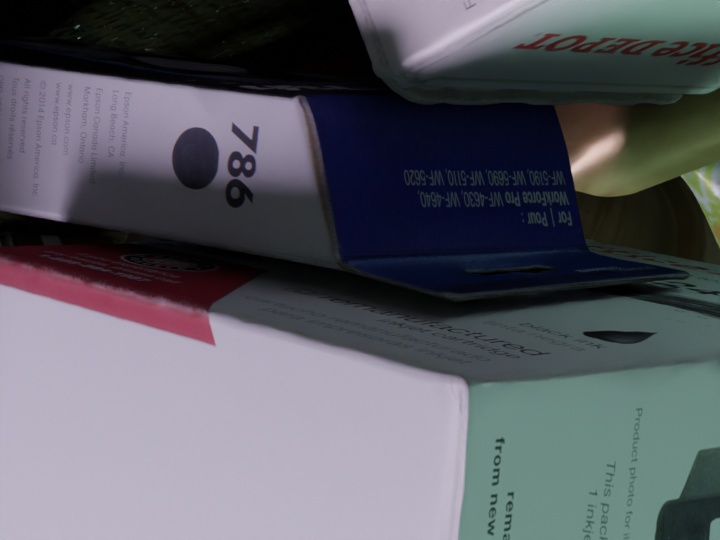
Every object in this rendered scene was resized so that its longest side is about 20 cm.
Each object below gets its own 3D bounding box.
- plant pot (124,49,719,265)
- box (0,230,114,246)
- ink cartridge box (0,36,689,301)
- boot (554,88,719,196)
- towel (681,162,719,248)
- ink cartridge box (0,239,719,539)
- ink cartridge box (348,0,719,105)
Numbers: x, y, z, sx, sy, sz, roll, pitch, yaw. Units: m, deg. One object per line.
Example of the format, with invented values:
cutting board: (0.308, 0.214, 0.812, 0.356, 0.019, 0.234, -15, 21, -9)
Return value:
plant pot: (0.000, 0.000, 0.835, 0.200, 0.093, 0.201, -18, -149, 11)
box: (-0.163, 0.070, 0.972, 0.199, 0.101, 0.075, -24, 169, 24)
ink cartridge box: (-0.031, -0.028, 0.654, 0.199, 0.039, 0.099, 11, -172, 34)
boot: (0.131, -0.055, 0.724, 0.199, 0.066, 0.176, -19, -148, 35)
towel: (0.127, 0.012, 0.972, 0.048, 0.200, 0.171, -42, 179, -25)
ink cartridge box: (0.030, 0.042, 0.637, 0.145, 0.084, 0.199, 13, -169, 40)
ink cartridge box: (0.103, -0.112, 0.606, 0.200, 0.085, 0.145, -29, 166, 32)
